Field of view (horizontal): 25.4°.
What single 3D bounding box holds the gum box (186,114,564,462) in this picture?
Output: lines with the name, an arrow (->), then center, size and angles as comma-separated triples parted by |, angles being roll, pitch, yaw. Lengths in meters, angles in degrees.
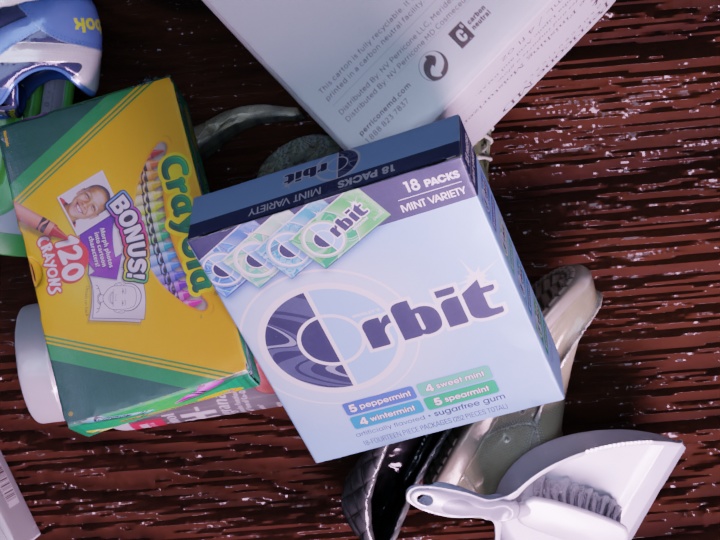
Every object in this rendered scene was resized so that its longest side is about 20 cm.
gum box -> 0.014, 0.018, 0.966 | 0.169, 0.045, 0.201 | -16, 129, 15

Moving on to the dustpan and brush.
dustpan and brush -> 0.113, 0.156, 1.050 | 0.199, 0.057, 0.140 | 18, 112, -20

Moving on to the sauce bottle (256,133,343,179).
sauce bottle -> 0.000, 0.000, 1.058 | 0.064, 0.065, 0.200 | -28, 129, 4

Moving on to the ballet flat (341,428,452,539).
ballet flat -> 0.045, 0.102, 1.076 | 0.066, 0.057, 0.201 | 7, 121, -31

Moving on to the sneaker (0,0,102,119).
sneaker -> -0.258, -0.131, 1.021 | 0.198, 0.074, 0.083 | -14, 95, 0

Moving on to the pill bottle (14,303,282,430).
pill bottle -> -0.127, 0.048, 1.086 | 0.198, 0.111, 0.112 | -9, 92, 4

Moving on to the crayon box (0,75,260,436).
crayon box -> -0.146, -0.009, 1.012 | 0.118, 0.058, 0.201 | -17, 77, 1

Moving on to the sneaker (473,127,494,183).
sneaker -> 0.065, -0.120, 1.088 | 0.089, 0.067, 0.201 | -26, 87, 9

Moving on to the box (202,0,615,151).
box -> 0.025, -0.185, 1.001 | 0.199, 0.131, 0.200 | -45, 79, 7

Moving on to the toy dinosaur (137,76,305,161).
toy dinosaur -> -0.145, -0.086, 1.113 | 0.199, 0.047, 0.088 | -35, 111, 1

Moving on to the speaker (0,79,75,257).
speaker -> -0.243, -0.114, 1.099 | 0.088, 0.088, 0.202 | 8, 93, 3

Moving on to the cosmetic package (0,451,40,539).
cosmetic package -> -0.339, 0.189, 1.116 | 0.199, 0.090, 0.107 | -28, 90, 1

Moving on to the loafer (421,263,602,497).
loafer -> 0.114, 0.087, 1.095 | 0.068, 0.076, 0.201 | 28, 107, -9
